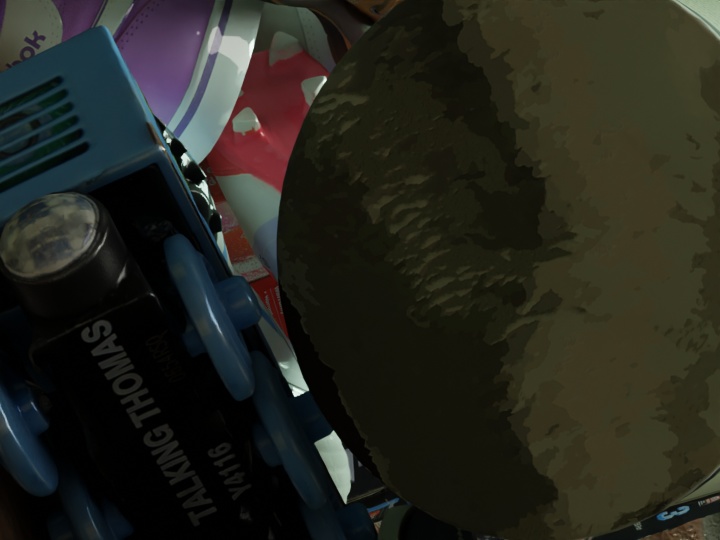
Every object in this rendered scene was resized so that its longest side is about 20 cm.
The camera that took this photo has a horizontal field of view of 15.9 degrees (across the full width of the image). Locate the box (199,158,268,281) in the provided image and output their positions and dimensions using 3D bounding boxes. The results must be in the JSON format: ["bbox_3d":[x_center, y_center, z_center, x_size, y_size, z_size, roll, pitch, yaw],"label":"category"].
[{"bbox_3d":[-0.040,-0.024,1.086,0.200,0.094,0.103,62,8,-59],"label":"box"}]

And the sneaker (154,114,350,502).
[{"bbox_3d":[-0.067,0.016,0.845,0.072,0.072,0.201,33,-23,50],"label":"sneaker"}]

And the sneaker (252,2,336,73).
[{"bbox_3d":[-0.075,-0.125,0.960,0.200,0.081,0.077,50,-45,14],"label":"sneaker"}]

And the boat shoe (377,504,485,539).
[{"bbox_3d":[0.043,0.116,0.683,0.200,0.061,0.075,-101,167,-70],"label":"boat shoe"}]

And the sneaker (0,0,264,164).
[{"bbox_3d":[-0.082,-0.142,0.867,0.114,0.073,0.202,24,53,-20],"label":"sneaker"}]

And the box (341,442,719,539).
[{"bbox_3d":[0.047,0.081,1.008,0.200,0.197,0.050,56,13,-68],"label":"box"}]

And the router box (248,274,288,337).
[{"bbox_3d":[0.024,0.043,1.033,0.200,0.178,0.049,60,11,-68],"label":"router box"}]

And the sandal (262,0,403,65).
[{"bbox_3d":[0.005,-0.109,0.856,0.200,0.054,0.082,51,47,-63],"label":"sandal"}]

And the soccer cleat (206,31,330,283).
[{"bbox_3d":[0.000,0.000,0.863,0.200,0.066,0.077,57,-9,43],"label":"soccer cleat"}]

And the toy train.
[{"bbox_3d":[-0.058,0.033,0.722,0.201,0.086,0.115,65,1,-47],"label":"toy train"}]

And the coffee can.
[{"bbox_3d":[0.086,-0.007,0.730,0.200,0.146,0.147,-2,70,-63],"label":"coffee can"}]
